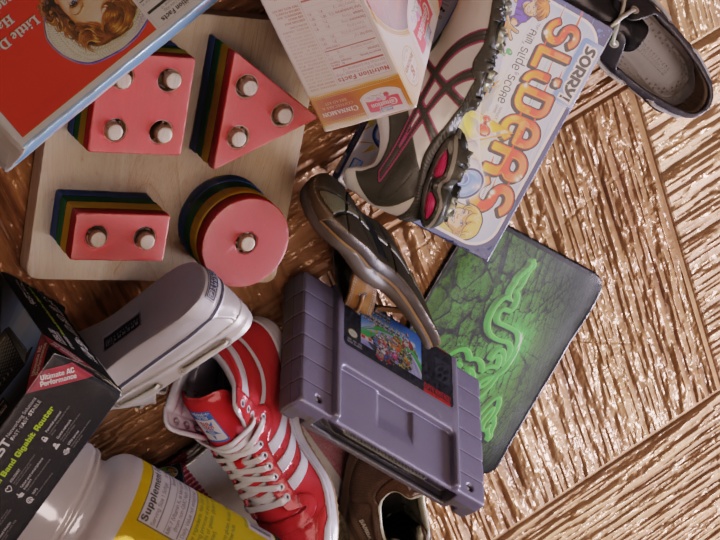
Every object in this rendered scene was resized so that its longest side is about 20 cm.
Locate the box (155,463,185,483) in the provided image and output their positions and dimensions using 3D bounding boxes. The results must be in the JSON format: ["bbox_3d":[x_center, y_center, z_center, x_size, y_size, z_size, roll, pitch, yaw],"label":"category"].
[{"bbox_3d":[-0.192,0.252,1.406,0.135,0.038,0.201,-8,117,-9],"label":"box"}]

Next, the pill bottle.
[{"bbox_3d":[-0.152,0.202,1.301,0.199,0.114,0.115,32,95,-15],"label":"pill bottle"}]

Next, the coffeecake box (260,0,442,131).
[{"bbox_3d":[-0.019,-0.223,1.230,0.073,0.154,0.201,-12,126,21],"label":"coffeecake box"}]

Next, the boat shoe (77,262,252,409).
[{"bbox_3d":[-0.165,0.067,1.307,0.199,0.072,0.066,-36,129,18],"label":"boat shoe"}]

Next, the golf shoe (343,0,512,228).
[{"bbox_3d":[0.053,-0.134,1.318,0.087,0.077,0.201,19,94,5],"label":"golf shoe"}]

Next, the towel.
[{"bbox_3d":[-0.086,0.176,1.460,0.200,0.023,0.144,-38,126,-6],"label":"towel"}]

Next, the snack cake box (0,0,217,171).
[{"bbox_3d":[-0.184,-0.171,1.167,0.200,0.067,0.115,-42,97,-22],"label":"snack cake box"}]

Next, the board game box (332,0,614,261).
[{"bbox_3d":[0.084,-0.126,1.378,0.135,0.034,0.201,26,98,-11],"label":"board game box"}]

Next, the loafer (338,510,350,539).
[{"bbox_3d":[-0.053,0.275,1.480,0.067,0.076,0.202,13,115,13],"label":"loafer"}]

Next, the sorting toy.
[{"bbox_3d":[-0.124,-0.080,1.293,0.197,0.070,0.202,1,111,-29],"label":"sorting toy"}]

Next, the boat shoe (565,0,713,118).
[{"bbox_3d":[0.206,-0.186,1.429,0.074,0.060,0.200,-47,125,2],"label":"boat shoe"}]

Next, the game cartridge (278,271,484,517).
[{"bbox_3d":[0.020,0.094,1.417,0.199,0.130,0.038,32,134,-32],"label":"game cartridge"}]

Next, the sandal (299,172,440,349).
[{"bbox_3d":[0.000,0.000,1.384,0.054,0.082,0.200,-31,143,12],"label":"sandal"}]

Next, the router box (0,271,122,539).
[{"bbox_3d":[-0.263,0.117,1.257,0.062,0.150,0.201,35,93,-32],"label":"router box"}]

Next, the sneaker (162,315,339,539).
[{"bbox_3d":[-0.082,0.138,1.350,0.112,0.071,0.202,-10,83,-63],"label":"sneaker"}]

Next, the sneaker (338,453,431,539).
[{"bbox_3d":[0.018,0.226,1.490,0.070,0.076,0.201,-18,130,-24],"label":"sneaker"}]

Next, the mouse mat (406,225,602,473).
[{"bbox_3d":[0.103,0.065,1.521,0.160,0.008,0.201,25,100,-34],"label":"mouse mat"}]
